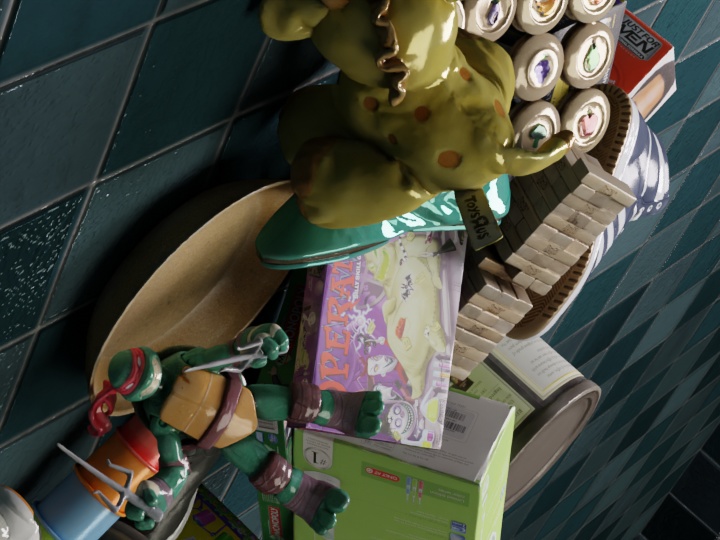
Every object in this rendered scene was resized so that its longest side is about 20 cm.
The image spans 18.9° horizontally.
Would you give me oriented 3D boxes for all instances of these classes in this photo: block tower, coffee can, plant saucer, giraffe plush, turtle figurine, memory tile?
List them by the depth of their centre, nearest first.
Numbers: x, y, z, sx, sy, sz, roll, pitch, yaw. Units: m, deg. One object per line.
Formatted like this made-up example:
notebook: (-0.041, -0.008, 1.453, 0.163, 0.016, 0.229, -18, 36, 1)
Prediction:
giraffe plush: (0.018, -0.123, 1.283, 0.173, 0.200, 0.162, -32, 126, -10)
turtle figurine: (-0.089, 0.089, 1.363, 0.200, 0.101, 0.150, 23, 107, -30)
plant saucer: (-0.112, 0.009, 1.413, 0.200, 0.035, 0.200, -42, 161, -18)
memory tile: (0.102, -0.135, 1.487, 0.200, 0.017, 0.153, -17, 121, -35)
block tower: (0.103, -0.007, 1.538, 0.054, 0.058, 0.200, 24, 119, -39)
coffee can: (0.072, 0.084, 1.744, 0.146, 0.200, 0.146, -42, 162, -17)

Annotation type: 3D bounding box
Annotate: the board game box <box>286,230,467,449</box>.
board game box: (0.016, 0.017, 1.482, 0.120, 0.032, 0.200, 11, 83, -33)

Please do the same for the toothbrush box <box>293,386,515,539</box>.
toothbrush box: (0.030, 0.174, 1.636, 0.200, 0.146, 0.086, 92, 20, -44)

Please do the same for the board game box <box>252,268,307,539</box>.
board game box: (-0.049, 0.104, 1.639, 0.200, 0.029, 0.135, 89, 14, -55)

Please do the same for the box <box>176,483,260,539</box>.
box: (-0.150, 0.287, 1.651, 0.193, 0.200, 0.122, -28, 155, -47)

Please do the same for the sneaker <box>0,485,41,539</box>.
sneaker: (-0.290, 0.227, 1.424, 0.092, 0.076, 0.200, -9, 132, -52)

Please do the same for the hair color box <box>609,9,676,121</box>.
hair color box: (0.173, -0.114, 1.793, 0.200, 0.061, 0.102, -47, 162, -5)

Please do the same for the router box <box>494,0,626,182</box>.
router box: (0.119, -0.102, 1.610, 0.157, 0.052, 0.200, -27, 135, -49)

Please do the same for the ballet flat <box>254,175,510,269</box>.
ballet flat: (0.014, -0.052, 1.405, 0.200, 0.067, 0.070, -13, 114, -35)

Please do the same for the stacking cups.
stacking cups: (-0.191, 0.168, 1.495, 0.200, 0.061, 0.061, -42, 163, 1)

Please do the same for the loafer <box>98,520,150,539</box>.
loafer: (-0.161, 0.232, 1.515, 0.070, 0.200, 0.075, -28, 136, -61)

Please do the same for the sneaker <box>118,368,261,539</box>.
sneaker: (-0.145, 0.133, 1.557, 0.200, 0.071, 0.099, -53, 164, -6)

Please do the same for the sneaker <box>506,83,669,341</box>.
sneaker: (0.169, -0.032, 1.623, 0.108, 0.070, 0.200, 28, 85, -61)
